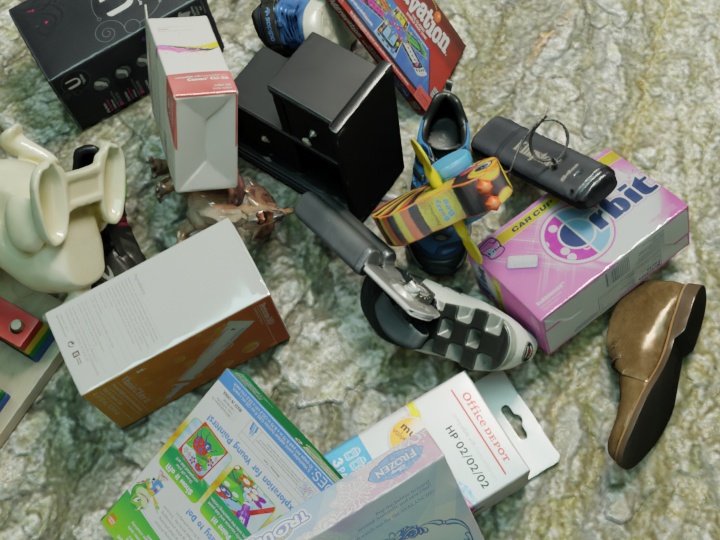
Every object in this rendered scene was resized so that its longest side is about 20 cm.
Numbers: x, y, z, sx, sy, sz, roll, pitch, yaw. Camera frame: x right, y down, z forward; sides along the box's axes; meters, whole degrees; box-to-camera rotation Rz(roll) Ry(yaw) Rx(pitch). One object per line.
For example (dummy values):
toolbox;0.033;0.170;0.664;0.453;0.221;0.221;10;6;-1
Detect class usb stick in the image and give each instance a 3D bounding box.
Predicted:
usb stick;0.183;-0.113;1.043;0.055;0.033;0.200;-39;36;-8

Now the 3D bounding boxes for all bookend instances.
bookend;-0.064;-0.167;1.054;0.198;0.200;0.092;32;73;17

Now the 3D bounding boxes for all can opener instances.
can opener;0.000;0.000;1.008;0.200;0.053;0.067;43;112;34

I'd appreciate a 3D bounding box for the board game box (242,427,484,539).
board game box;0.009;0.259;0.865;0.199;0.199;0.043;-30;37;-7

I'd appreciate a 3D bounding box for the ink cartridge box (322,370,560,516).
ink cartridge box;0.080;0.177;0.959;0.200;0.068;0.115;-30;68;-7

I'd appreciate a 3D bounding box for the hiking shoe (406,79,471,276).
hiking shoe;0.079;-0.094;1.067;0.074;0.087;0.201;-1;67;6

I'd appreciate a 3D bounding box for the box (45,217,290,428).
box;-0.186;0.055;1.012;0.199;0.124;0.098;-29;67;-6

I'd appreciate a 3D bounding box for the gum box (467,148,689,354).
gum box;0.223;-0.025;1.017;0.200;0.066;0.114;-36;52;-9

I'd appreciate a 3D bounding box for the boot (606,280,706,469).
boot;0.269;0.097;0.984;0.075;0.074;0.200;13;63;31

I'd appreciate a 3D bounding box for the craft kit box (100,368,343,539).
craft kit box;-0.114;0.230;0.935;0.198;0.049;0.200;-48;66;4

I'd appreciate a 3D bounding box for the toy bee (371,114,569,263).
toy bee;0.096;-0.080;0.964;0.131;0.109;0.200;39;110;-7

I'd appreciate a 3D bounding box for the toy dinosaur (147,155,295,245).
toy dinosaur;-0.152;-0.086;1.097;0.135;0.086;0.200;-13;49;-11

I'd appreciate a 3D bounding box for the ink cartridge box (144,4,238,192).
ink cartridge box;-0.180;-0.187;1.063;0.067;0.117;0.200;-8;43;-17

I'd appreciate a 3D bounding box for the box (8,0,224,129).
box;-0.279;-0.278;1.176;0.200;0.106;0.122;-32;66;-7

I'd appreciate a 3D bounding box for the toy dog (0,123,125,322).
toy dog;-0.351;-0.055;1.025;0.199;0.195;0.140;9;28;21

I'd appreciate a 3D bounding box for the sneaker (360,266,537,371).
sneaker;0.087;0.053;1.019;0.200;0.088;0.074;27;100;38

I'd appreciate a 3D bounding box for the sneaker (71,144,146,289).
sneaker;-0.279;-0.047;1.088;0.076;0.084;0.201;-20;66;-2

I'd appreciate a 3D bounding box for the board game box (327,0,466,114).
board game box;0.039;-0.272;1.099;0.019;0.200;0.103;9;63;45

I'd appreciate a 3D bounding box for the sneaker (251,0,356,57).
sneaker;-0.070;-0.267;1.122;0.111;0.077;0.200;-4;22;11

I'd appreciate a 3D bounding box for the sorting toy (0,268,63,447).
sorting toy;-0.427;0.079;1.058;0.198;0.070;0.200;27;72;17
